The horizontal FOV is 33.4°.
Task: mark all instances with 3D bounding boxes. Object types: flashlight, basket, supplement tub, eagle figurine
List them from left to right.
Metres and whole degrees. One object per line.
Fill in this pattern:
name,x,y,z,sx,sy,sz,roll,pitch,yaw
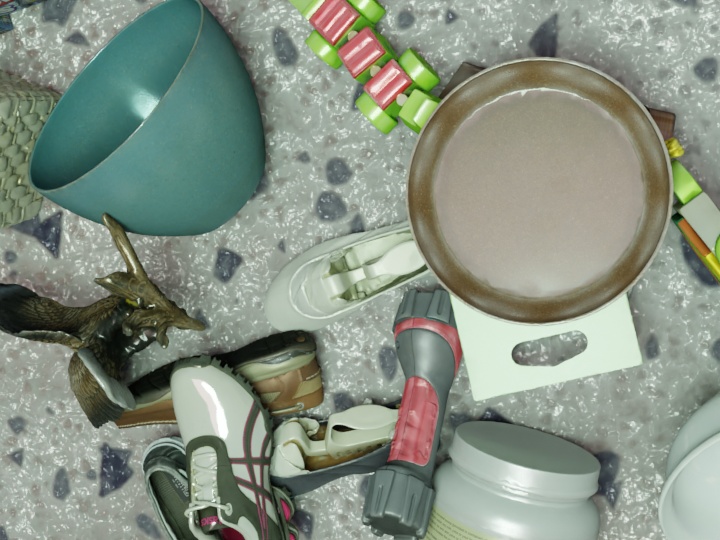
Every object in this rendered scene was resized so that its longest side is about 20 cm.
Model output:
basket,-0.342,-0.106,1.005,0.123,0.200,0.136,19,100,2
eagle figurine,-0.230,0.054,1.003,0.199,0.151,0.153,-20,80,31
flashlight,0.043,0.114,0.977,0.067,0.068,0.201,18,60,-5
supplement tub,0.116,0.240,0.992,0.144,0.145,0.201,13,99,8

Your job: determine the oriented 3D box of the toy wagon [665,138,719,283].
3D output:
toy wagon,0.285,-0.012,0.921,0.040,0.155,0.200,-38,89,11

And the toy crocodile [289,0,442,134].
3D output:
toy crocodile,0.004,-0.180,0.991,0.067,0.062,0.200,-42,71,13

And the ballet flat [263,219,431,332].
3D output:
ballet flat,0.000,0.000,1.025,0.199,0.069,0.070,-23,93,12

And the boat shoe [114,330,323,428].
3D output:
boat shoe,-0.125,0.115,1.056,0.199,0.076,0.074,-15,105,18

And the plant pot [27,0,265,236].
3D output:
plant pot,-0.156,-0.106,0.992,0.200,0.200,0.135,-41,123,12

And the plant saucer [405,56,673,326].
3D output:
plant saucer,0.134,-0.059,0.908,0.199,0.032,0.202,0,88,13

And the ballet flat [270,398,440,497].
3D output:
ballet flat,-0.031,0.150,1.043,0.199,0.073,0.074,-12,95,8

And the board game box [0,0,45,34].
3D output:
board game box,-0.342,-0.235,0.986,0.199,0.200,0.062,-17,93,12

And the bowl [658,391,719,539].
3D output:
bowl,0.330,0.147,0.954,0.200,0.091,0.202,0,131,0

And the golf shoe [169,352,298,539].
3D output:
golf shoe,-0.110,0.167,0.986,0.077,0.088,0.201,-16,102,25

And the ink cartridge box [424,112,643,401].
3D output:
ink cartridge box,0.132,-0.008,0.948,0.145,0.048,0.201,-14,85,12

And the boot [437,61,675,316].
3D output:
boot,0.143,-0.065,0.994,0.199,0.064,0.188,13,91,7

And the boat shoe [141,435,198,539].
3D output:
boat shoe,-0.136,0.243,1.063,0.072,0.071,0.200,-33,102,12
